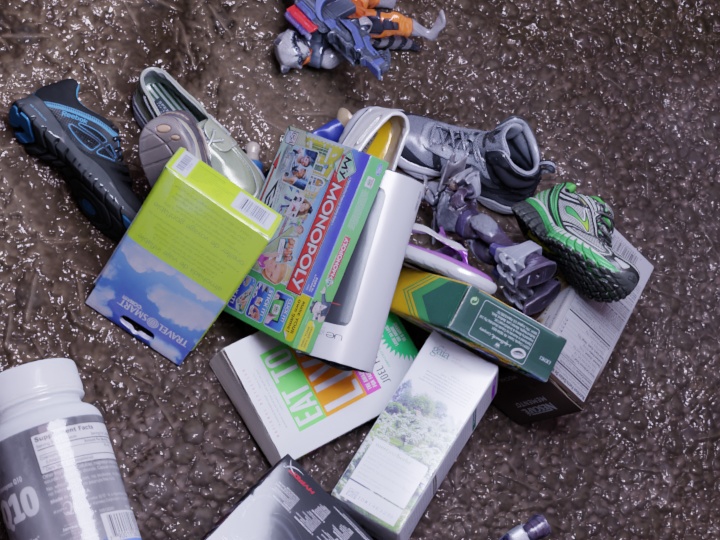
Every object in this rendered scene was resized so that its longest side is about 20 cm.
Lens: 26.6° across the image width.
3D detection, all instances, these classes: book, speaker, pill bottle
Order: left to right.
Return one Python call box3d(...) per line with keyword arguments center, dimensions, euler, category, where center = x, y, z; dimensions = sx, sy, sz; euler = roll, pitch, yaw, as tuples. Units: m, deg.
box3d(center=(-0.278, 0.189, 1.393), dimensions=(0.114, 0.114, 0.200), euler=(-14, 74, -26), category="pill bottle")
box3d(center=(-0.036, 0.105, 1.566), dimensions=(0.200, 0.048, 0.134), euler=(-26, 81, -31), category="book")
box3d(center=(0.000, 0.000, 1.516), dimensions=(0.081, 0.081, 0.200), euler=(18, 85, -14), category="speaker")

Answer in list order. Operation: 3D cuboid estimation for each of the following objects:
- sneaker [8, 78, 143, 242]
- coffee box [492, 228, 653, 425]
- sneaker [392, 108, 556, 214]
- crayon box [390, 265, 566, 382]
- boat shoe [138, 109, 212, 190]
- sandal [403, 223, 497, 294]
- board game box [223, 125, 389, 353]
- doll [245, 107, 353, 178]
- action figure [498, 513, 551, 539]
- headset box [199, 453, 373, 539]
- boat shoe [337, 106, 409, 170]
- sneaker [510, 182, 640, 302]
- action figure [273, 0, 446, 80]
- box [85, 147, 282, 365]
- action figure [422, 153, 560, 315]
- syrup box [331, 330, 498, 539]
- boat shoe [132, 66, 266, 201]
box3d(center=(-0.264, -0.112, 1.546), dimensions=(0.082, 0.073, 0.200), euler=(-39, 87, -32), category="sneaker")
box3d(center=(0.218, 0.058, 1.635), dimensions=(0.080, 0.113, 0.200), euler=(42, 60, -17), category="coffee box")
box3d(center=(0.120, -0.140, 1.684), dimensions=(0.200, 0.114, 0.076), euler=(26, 62, -10), category="sneaker")
box3d(center=(0.107, 0.050, 1.560), dimensions=(0.126, 0.200, 0.052), euler=(29, 86, -22), category="crayon box")
box3d(center=(-0.167, -0.068, 1.524), dimensions=(0.074, 0.200, 0.073), euler=(5, 28, 17), category="boat shoe")
box3d(center=(0.065, -0.028, 1.577), dimensions=(0.082, 0.202, 0.050), euler=(26, 89, -45), category="sandal")
box3d(center=(-0.060, -0.034, 1.509), dimensions=(0.029, 0.134, 0.200), euler=(21, 92, -43), category="board game box")
box3d(center=(-0.071, -0.089, 1.626), dimensions=(0.136, 0.048, 0.200), euler=(47, 66, -3), category="doll")
box3d(center=(0.109, 0.320, 1.521), dimensions=(0.200, 0.069, 0.130), euler=(-22, 85, -23), category="action figure")
box3d(center=(-0.092, 0.299, 1.442), dimensions=(0.149, 0.075, 0.200), euler=(44, 60, 1), category="headset box")
box3d(center=(-0.006, -0.082, 1.591), dimensions=(0.071, 0.070, 0.200), euler=(36, 75, -29), category="boat shoe")
box3d(center=(0.232, -0.039, 1.574), dimensions=(0.085, 0.200, 0.078), euler=(-34, 127, -3), category="sneaker")
box3d(center=(-0.004, -0.255, 1.693), dimensions=(0.193, 0.105, 0.200), euler=(-17, 51, -21), category="action figure")
box3d(center=(-0.174, -0.010, 1.484), dimensions=(0.122, 0.200, 0.048), euler=(34, 37, -4), category="box")
box3d(center=(0.123, -0.040, 1.605), dimensions=(0.069, 0.130, 0.200), euler=(-30, 52, -23), category="action figure")
box3d(center=(0.057, 0.169, 1.518), dimensions=(0.079, 0.081, 0.200), euler=(28, 71, 15), category="syrup box")
box3d(center=(-0.169, -0.128, 1.576), dimensions=(0.072, 0.062, 0.200), euler=(-41, 75, -18), category="boat shoe")
